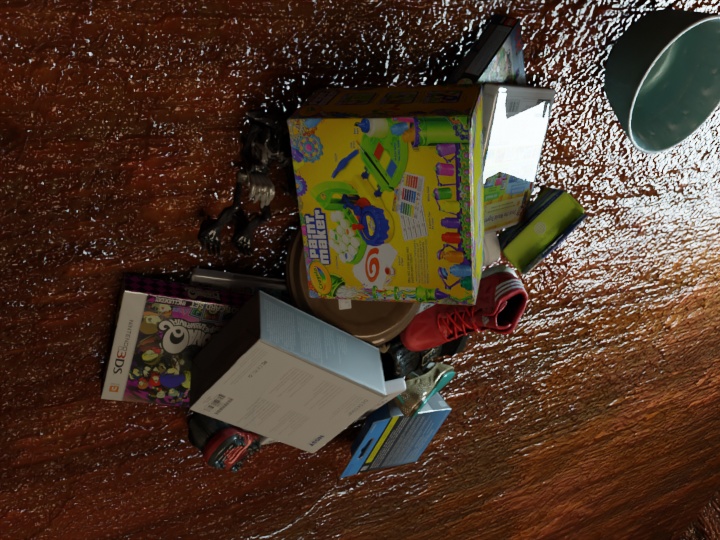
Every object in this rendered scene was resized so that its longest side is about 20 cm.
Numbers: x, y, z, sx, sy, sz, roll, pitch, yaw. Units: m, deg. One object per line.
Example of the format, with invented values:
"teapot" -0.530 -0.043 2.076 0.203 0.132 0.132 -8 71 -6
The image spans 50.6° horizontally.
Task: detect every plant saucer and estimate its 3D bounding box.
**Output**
"plant saucer" 0.000 0.000 0.987 0.194 0.029 0.207 0 91 -16

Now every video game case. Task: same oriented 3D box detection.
"video game case" 0.187 -0.142 0.973 0.198 0.022 0.187 -18 122 -56
"video game case" -0.135 0.071 1.013 0.194 0.018 0.146 7 124 -17
"video game case" -0.219 0.100 0.976 0.195 0.036 0.184 10 124 -22
"video game case" -0.048 0.225 1.209 0.195 0.024 0.182 -8 159 -29

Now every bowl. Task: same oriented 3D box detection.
"bowl" 0.419 -0.279 1.064 0.196 0.106 0.204 -20 138 -19

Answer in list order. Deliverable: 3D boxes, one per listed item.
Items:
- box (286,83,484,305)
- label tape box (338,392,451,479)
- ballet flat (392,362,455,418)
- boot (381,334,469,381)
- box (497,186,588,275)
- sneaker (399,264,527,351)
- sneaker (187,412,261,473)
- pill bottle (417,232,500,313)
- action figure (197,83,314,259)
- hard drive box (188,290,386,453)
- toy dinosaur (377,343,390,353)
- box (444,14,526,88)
"box" 0.036 -0.084 0.826 0.187 0.123 0.205 2 118 14
"label tape box" 0.049 0.284 1.355 0.197 0.064 0.146 2 127 -42
"ballet flat" 0.107 0.188 1.303 0.071 0.065 0.199 -54 166 20
"boot" 0.101 0.087 1.201 0.154 0.080 0.215 -17 137 -22
"box" 0.257 -0.061 1.109 0.122 0.048 0.200 -45 -179 9
"sneaker" 0.148 0.064 1.092 0.197 0.116 0.079 -34 105 3
"sneaker" -0.206 0.247 1.141 0.071 0.098 0.201 -44 164 -8
"pill bottle" 0.096 -0.009 1.084 0.196 0.109 0.110 -26 140 -12
"action figure" -0.101 -0.101 0.860 0.117 0.103 0.202 8 125 -48
"hard drive box" -0.091 0.134 0.952 0.198 0.078 0.155 29 124 -32
"toy dinosaur" 0.003 0.077 1.093 0.057 0.103 0.202 -12 144 -6
"box" 0.166 -0.194 0.968 0.138 0.037 0.202 -55 147 -25
